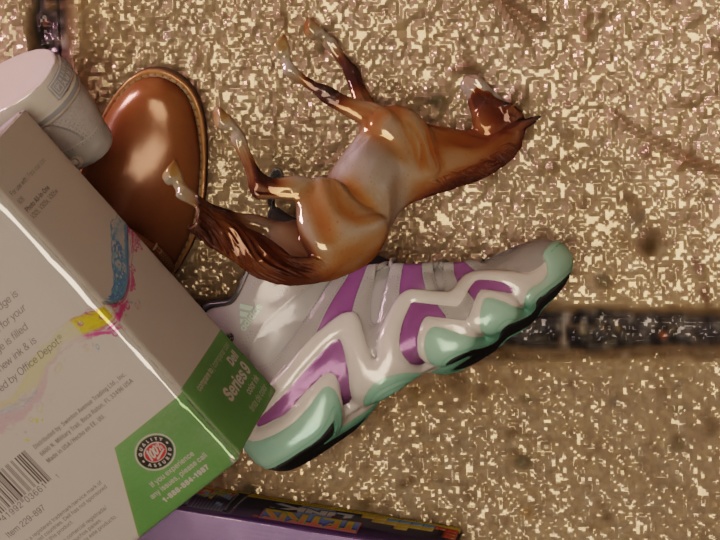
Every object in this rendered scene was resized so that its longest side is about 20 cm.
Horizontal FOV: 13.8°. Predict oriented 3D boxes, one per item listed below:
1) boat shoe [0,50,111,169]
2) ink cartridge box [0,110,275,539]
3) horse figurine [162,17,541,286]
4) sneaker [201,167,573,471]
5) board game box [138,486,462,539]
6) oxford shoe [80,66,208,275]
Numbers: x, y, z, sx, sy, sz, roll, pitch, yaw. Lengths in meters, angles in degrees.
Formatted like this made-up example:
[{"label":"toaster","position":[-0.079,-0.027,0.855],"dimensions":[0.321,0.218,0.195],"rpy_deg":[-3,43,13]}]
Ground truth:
[{"label":"boat shoe","position":[-0.220,-0.051,1.577],"dimensions":[0.199,0.072,0.069],"rpy_deg":[-27,119,22]},{"label":"ink cartridge box","position":[-0.165,0.043,1.504],"dimensions":[0.145,0.088,0.200],"rpy_deg":[-38,101,26]},{"label":"horse figurine","position":[-0.013,-0.052,1.518],"dimensions":[0.132,0.200,0.050],"rpy_deg":[39,143,3]},{"label":"sneaker","position":[0.000,0.000,1.556],"dimensions":[0.199,0.078,0.140],"rpy_deg":[-30,81,-2]},{"label":"board game box","position":[-0.054,0.209,1.609],"dimensions":[0.199,0.057,0.166],"rpy_deg":[8,102,8]},{"label":"oxford shoe","position":[-0.133,-0.011,1.578],"dimensions":[0.071,0.071,0.201],"rpy_deg":[20,99,10]}]
